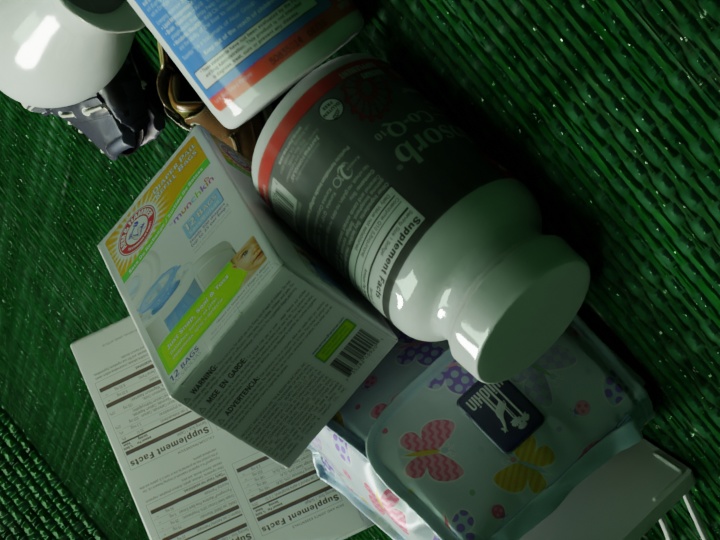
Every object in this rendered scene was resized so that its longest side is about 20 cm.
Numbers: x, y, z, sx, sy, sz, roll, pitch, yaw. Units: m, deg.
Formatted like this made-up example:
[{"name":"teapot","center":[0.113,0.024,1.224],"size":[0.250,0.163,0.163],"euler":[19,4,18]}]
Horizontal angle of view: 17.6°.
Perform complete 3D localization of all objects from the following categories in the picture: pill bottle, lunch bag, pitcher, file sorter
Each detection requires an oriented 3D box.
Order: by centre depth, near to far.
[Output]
[{"name":"pill bottle","center":[0.037,-0.030,1.400],"size":[0.200,0.116,0.116],"euler":[43,161,26]},{"name":"pill bottle","center":[-0.097,-0.196,1.417],"size":[0.200,0.112,0.112],"euler":[53,163,-4]},{"name":"lunch bag","center":[0.067,0.088,1.469],"size":[0.200,0.169,0.128],"euler":[37,160,47]},{"name":"file sorter","center":[0.123,0.173,1.555],"size":[0.200,0.139,0.125],"euler":[33,159,46]},{"name":"pitcher","center":[-0.228,-0.220,1.732],"size":[0.200,0.121,0.173],"euler":[-36,72,63]}]

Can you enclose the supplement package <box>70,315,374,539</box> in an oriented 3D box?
[{"name":"supplement package","center":[-0.082,0.112,1.655],"size":[0.201,0.150,0.152],"euler":[66,-168,6]}]

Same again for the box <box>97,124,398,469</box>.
[{"name":"box","center":[-0.076,0.013,1.469],"size":[0.101,0.113,0.200],"euler":[34,-167,-33]}]

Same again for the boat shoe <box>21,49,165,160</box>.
[{"name":"boat shoe","center":[-0.224,-0.132,1.929],"size":[0.093,0.074,0.200],"euler":[61,161,-6]}]

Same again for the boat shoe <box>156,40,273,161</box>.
[{"name":"boat shoe","center":[-0.108,-0.127,1.590],"size":[0.072,0.068,0.201],"euler":[24,139,34]}]
